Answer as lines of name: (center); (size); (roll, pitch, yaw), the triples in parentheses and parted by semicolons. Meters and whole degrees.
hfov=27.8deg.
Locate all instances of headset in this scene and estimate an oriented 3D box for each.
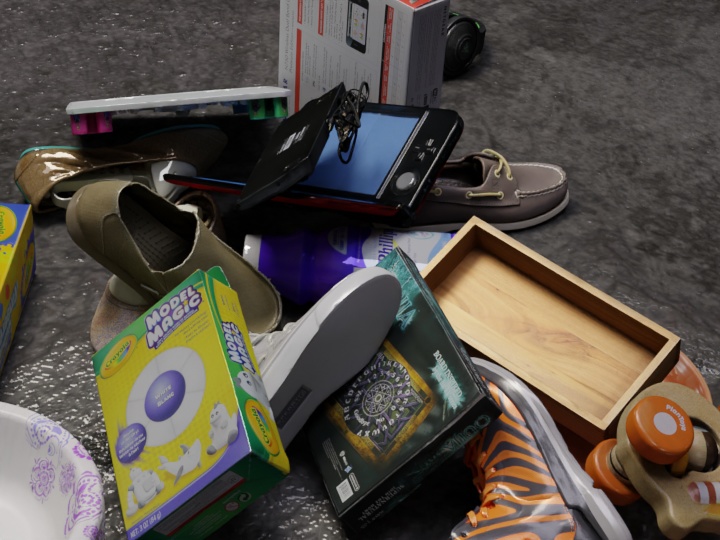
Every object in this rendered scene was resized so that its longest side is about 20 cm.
headset: (0.069, -0.266, 1.576); (0.122, 0.095, 0.200); (13, 25, 12)

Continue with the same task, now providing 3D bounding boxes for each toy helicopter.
toy helicopter: (0.264, 0.162, 1.018); (0.132, 0.079, 0.200); (-24, 67, -37)

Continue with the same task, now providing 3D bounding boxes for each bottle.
bottle: (0.000, 0.000, 1.225); (0.198, 0.066, 0.084); (5, 30, 0)

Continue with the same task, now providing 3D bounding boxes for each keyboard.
keyboard: (-0.038, -0.099, 1.202); (0.104, 0.040, 0.200); (-30, 18, 21)

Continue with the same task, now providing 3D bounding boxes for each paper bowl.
paper bowl: (-0.259, 0.181, 0.912); (0.199, 0.105, 0.201); (3, 36, -2)

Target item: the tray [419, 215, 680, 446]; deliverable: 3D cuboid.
tray: (0.135, 0.046, 1.122); (0.199, 0.037, 0.099); (33, 65, 28)

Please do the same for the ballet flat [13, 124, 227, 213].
ballet flat: (-0.213, -0.084, 1.325); (0.198, 0.068, 0.073); (-8, 58, -17)

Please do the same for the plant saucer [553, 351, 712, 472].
plant saucer: (0.174, 0.102, 1.138); (0.198, 0.033, 0.201); (4, 36, -3)

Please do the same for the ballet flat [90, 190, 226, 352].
ballet flat: (-0.170, -0.004, 1.209); (0.067, 0.068, 0.200); (13, 37, 11)

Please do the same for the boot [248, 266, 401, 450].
boot: (-0.063, 0.061, 1.065); (0.200, 0.074, 0.095); (-48, 49, -5)

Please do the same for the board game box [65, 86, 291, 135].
board game box: (-0.174, -0.152, 1.367); (0.198, 0.026, 0.200); (-6, 9, -9)

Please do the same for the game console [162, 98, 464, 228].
game console: (-0.041, -0.106, 1.264); (0.199, 0.119, 0.173); (12, 64, 43)

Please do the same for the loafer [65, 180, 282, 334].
loafer: (-0.138, -0.002, 1.140); (0.199, 0.067, 0.077); (33, 63, -22)

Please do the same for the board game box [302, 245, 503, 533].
board game box: (0.014, 0.081, 1.067); (0.135, 0.028, 0.200); (-40, 35, 9)

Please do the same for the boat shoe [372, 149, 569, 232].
boat shoe: (0.107, -0.078, 1.350); (0.198, 0.060, 0.072); (-7, 37, -17)

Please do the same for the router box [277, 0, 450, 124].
router box: (-0.002, -0.197, 1.380); (0.049, 0.201, 0.179); (-27, 47, -35)

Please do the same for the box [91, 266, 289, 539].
box: (-0.126, 0.090, 1.028); (0.117, 0.048, 0.201); (-38, 43, 16)

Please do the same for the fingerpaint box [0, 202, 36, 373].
fingerpaint box: (-0.356, 0.024, 1.141); (0.165, 0.074, 0.201); (4, 36, -1)

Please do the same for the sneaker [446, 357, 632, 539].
sneaker: (0.090, 0.150, 0.999); (0.111, 0.078, 0.200); (-25, 51, -18)
